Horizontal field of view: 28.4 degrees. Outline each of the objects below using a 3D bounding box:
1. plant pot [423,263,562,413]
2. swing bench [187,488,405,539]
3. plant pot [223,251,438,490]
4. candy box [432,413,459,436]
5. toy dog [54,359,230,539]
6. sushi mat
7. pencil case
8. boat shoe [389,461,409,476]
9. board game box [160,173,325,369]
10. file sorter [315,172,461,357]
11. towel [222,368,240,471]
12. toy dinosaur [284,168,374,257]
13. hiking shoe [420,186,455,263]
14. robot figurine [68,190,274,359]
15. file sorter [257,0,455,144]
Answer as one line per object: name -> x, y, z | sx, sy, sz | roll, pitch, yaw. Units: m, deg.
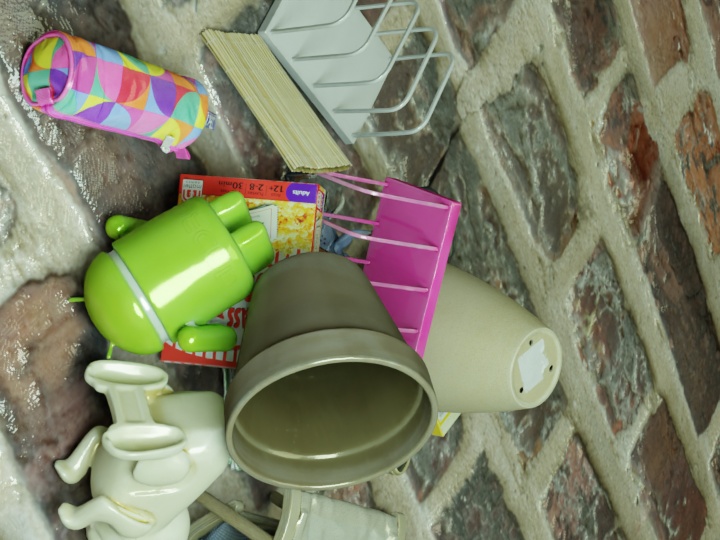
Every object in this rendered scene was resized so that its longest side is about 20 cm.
plant pot -> 0.127, 0.091, 1.654 | 0.187, 0.200, 0.188 | -14, 110, -41
swing bench -> -0.091, 0.293, 1.507 | 0.199, 0.200, 0.130 | 26, 71, -48
plant pot -> -0.038, 0.084, 1.362 | 0.200, 0.200, 0.174 | 45, 23, -42
candy box -> 0.094, 0.110, 1.869 | 0.102, 0.026, 0.200 | -49, 127, -38
toy dog -> -0.208, 0.204, 1.402 | 0.193, 0.140, 0.200 | -1, 126, -32
sushi mat -> -0.091, -0.184, 1.545 | 0.096, 0.012, 0.200 | -8, 58, -53
pencil case -> -0.237, -0.172, 1.405 | 0.200, 0.088, 0.089 | 15, 79, -49
boat shoe -> 0.059, 0.156, 1.778 | 0.073, 0.063, 0.201 | 28, 78, -37
board game box -> -0.122, 0.005, 1.497 | 0.046, 0.151, 0.201 | 32, 63, -79
file sorter -> 0.000, 0.000, 1.552 | 0.125, 0.139, 0.201 | 8, 100, -33
towel -> -0.082, 0.143, 1.649 | 0.200, 0.031, 0.150 | -5, 96, -51
toy dinosaur -> -0.058, -0.047, 1.668 | 0.199, 0.105, 0.182 | -17, 118, -15
hiking shoe -> 0.070, -0.025, 1.769 | 0.101, 0.075, 0.201 | 58, 35, -59
robot figurine -> -0.186, 0.005, 1.413 | 0.200, 0.176, 0.116 | -33, 156, -11
file sorter -> 0.004, -0.266, 1.669 | 0.200, 0.124, 0.139 | 49, 55, -40
